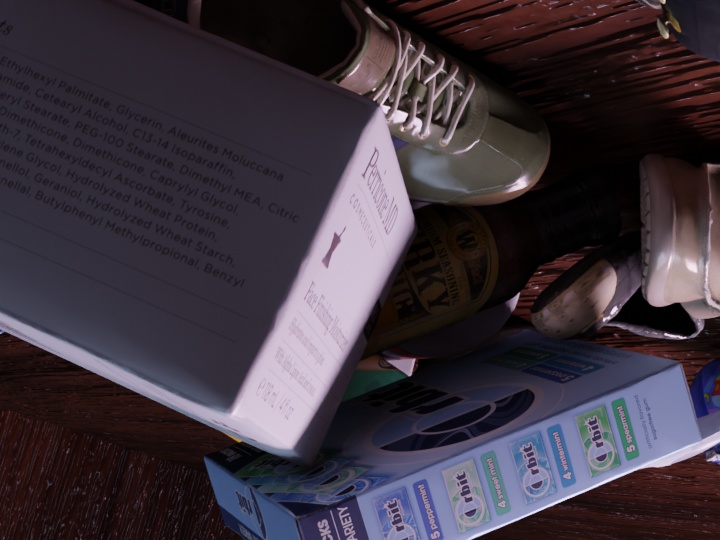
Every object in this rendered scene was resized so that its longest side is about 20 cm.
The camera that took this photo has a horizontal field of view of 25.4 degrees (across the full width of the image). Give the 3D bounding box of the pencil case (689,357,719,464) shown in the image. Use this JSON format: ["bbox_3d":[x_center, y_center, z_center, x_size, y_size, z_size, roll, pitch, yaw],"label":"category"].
[{"bbox_3d":[0.287,0.088,1.057,0.078,0.087,0.200,39,162,-6],"label":"pencil case"}]

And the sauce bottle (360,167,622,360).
[{"bbox_3d":[0.038,-0.003,0.819,0.199,0.065,0.065,-22,174,-15],"label":"sauce bottle"}]

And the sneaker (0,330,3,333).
[{"bbox_3d":[-0.228,0.005,0.937,0.082,0.075,0.200,16,164,-23],"label":"sneaker"}]

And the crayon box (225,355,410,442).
[{"bbox_3d":[-0.071,0.049,0.915,0.199,0.058,0.119,34,159,-14],"label":"crayon box"}]

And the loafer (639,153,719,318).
[{"bbox_3d":[0.182,-0.015,0.790,0.068,0.076,0.200,-2,174,21],"label":"loafer"}]

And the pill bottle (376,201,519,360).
[{"bbox_3d":[0.000,0.000,0.953,0.110,0.111,0.200,21,165,-26],"label":"pill bottle"}]

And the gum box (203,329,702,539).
[{"bbox_3d":[0.038,0.088,0.791,0.199,0.045,0.170,-20,-170,-17],"label":"gum box"}]

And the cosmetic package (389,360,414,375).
[{"bbox_3d":[-0.023,0.043,1.206,0.106,0.091,0.200,17,163,-7],"label":"cosmetic package"}]

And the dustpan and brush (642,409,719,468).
[{"bbox_3d":[0.221,0.053,0.815,0.199,0.058,0.139,-19,170,25],"label":"dustpan and brush"}]

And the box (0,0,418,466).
[{"bbox_3d":[-0.094,-0.022,0.680,0.199,0.131,0.199,23,172,11],"label":"box"}]

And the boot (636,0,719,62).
[{"bbox_3d":[0.084,-0.122,0.469,0.198,0.074,0.151,5,165,15],"label":"boot"}]

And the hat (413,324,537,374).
[{"bbox_3d":[0.101,0.081,1.216,0.199,0.082,0.201,0,169,0],"label":"hat"}]

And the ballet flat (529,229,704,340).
[{"bbox_3d":[0.145,0.014,0.846,0.066,0.057,0.200,-35,167,26],"label":"ballet flat"}]

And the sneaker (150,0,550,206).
[{"bbox_3d":[-0.001,-0.082,0.710,0.199,0.068,0.090,20,171,-8],"label":"sneaker"}]
